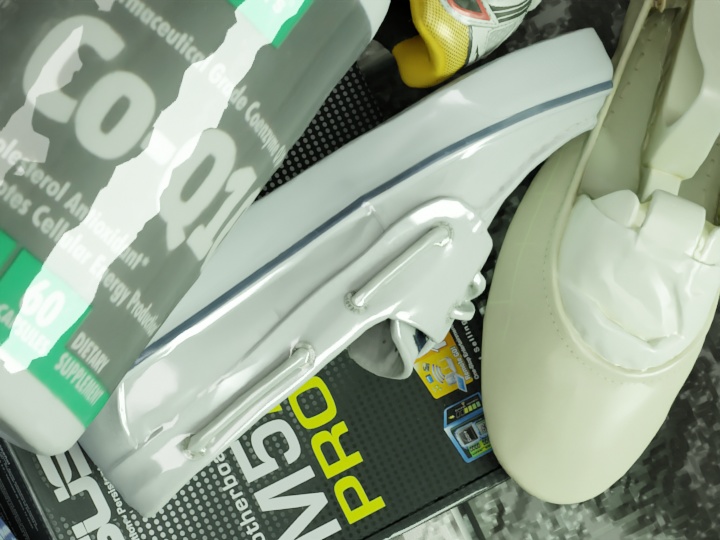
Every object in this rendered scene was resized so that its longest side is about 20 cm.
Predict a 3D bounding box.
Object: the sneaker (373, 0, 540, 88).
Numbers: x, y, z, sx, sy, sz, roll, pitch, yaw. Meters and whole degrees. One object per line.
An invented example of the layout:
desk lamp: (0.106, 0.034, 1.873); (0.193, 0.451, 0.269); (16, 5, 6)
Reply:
sneaker: (-0.038, -0.121, 0.841); (0.199, 0.078, 0.082); (25, 57, 12)

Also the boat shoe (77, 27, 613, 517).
boat shoe: (0.000, 0.000, 0.834); (0.199, 0.074, 0.066); (-33, 91, -19)

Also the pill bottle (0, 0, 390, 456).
pill bottle: (-0.063, -0.063, 0.743); (0.113, 0.113, 0.200); (36, 80, -2)

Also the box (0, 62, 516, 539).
box: (-0.056, 0.002, 0.866); (0.160, 0.044, 0.201); (-24, 86, -30)

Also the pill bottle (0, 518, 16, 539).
pill bottle: (-0.143, 0.099, 0.790); (0.111, 0.111, 0.200); (-36, 91, -2)

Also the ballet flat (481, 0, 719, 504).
ballet flat: (0.089, -0.028, 0.874); (0.069, 0.070, 0.201); (20, 71, -2)
